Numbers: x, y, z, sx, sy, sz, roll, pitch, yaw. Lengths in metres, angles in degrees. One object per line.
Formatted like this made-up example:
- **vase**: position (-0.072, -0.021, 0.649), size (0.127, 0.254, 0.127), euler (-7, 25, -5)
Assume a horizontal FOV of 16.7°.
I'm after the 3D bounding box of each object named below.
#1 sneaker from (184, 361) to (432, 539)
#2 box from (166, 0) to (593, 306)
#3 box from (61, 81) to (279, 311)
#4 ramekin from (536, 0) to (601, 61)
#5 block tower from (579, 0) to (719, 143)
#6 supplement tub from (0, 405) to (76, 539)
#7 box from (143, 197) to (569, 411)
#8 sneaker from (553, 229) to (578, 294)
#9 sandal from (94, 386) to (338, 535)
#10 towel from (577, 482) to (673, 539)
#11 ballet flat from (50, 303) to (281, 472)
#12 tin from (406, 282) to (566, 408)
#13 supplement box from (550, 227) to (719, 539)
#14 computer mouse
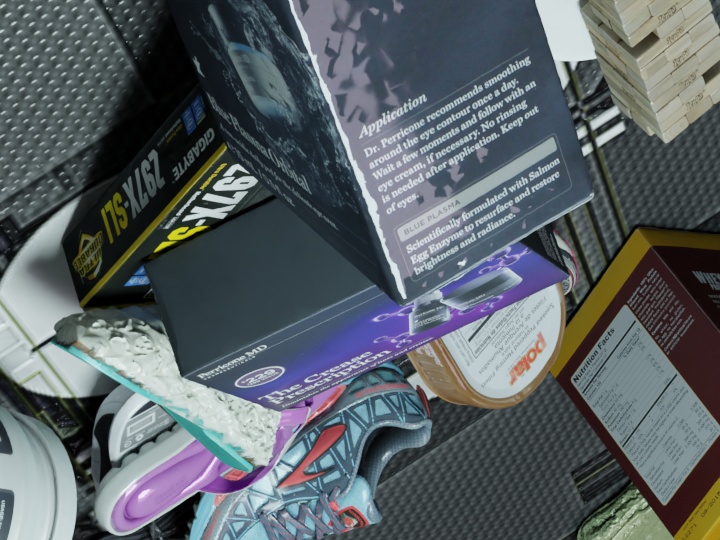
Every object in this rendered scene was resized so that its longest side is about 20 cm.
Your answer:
- **sneaker**: position (-0.033, 0.144, 1.630), size (0.200, 0.095, 0.079), euler (-48, 154, -5)
- **box**: position (-0.008, -0.122, 1.160), size (0.117, 0.197, 0.200), euler (-30, 124, -14)
- **box**: position (-0.059, -0.046, 1.399), size (0.159, 0.049, 0.200), euler (-3, 155, -35)
- **ramekin**: position (0.124, -0.212, 1.346), size (0.200, 0.098, 0.201), euler (-24, 140, -22)
- **block tower**: position (0.149, -0.148, 1.305), size (0.058, 0.054, 0.200), euler (-40, 144, -5)
- **supplement tub**: position (-0.275, 0.128, 1.396), size (0.140, 0.140, 0.200), euler (-49, 143, 19)
- **box**: position (0.000, 0.000, 1.397), size (0.200, 0.079, 0.141), euler (-26, 158, 16)
- **sneaker**: position (0.063, 0.019, 1.612), size (0.199, 0.075, 0.081), euler (-9, 138, -34)
- **sandal**: position (-0.076, 0.113, 1.563), size (0.202, 0.050, 0.083), euler (-35, 150, -14)
- **towel**: position (0.279, 0.181, 2.030), size (0.200, 0.037, 0.148), euler (-44, 146, 12)
- **ballet flat**: position (-0.110, 0.056, 1.454), size (0.072, 0.072, 0.200), euler (-40, 142, 7)
- **tin**: position (0.062, 0.001, 1.538), size (0.112, 0.042, 0.200), euler (-45, 123, -21)
- **supplement box**: position (0.280, 0.087, 1.769), size (0.197, 0.200, 0.133), euler (3, 130, -43)
- **computer mouse**: position (-0.142, 0.123, 1.590), size (0.109, 0.044, 0.200), euler (-27, 146, -28)
